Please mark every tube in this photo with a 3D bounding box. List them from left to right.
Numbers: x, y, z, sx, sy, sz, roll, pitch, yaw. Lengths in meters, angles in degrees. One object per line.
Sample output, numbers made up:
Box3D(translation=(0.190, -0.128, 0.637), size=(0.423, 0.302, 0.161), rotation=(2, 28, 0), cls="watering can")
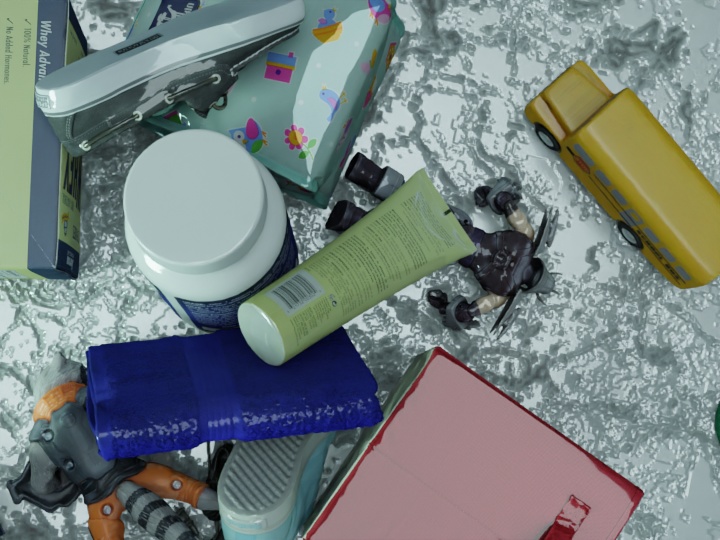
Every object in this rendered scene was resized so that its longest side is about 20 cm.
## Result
Box3D(translation=(0.000, 0.000, 0.941), size=(0.200, 0.052, 0.058), rotation=(-35, 130, -31), cls="tube")

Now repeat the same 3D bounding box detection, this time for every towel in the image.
Box3D(translation=(-0.095, 0.089, 0.915), size=(0.199, 0.148, 0.050), rotation=(-6, 112, -12), cls="towel")

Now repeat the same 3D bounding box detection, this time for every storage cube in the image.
Box3D(translation=(0.075, 0.177, 0.953), size=(0.179, 0.200, 0.171), rotation=(35, 84, 3), cls="storage cube")

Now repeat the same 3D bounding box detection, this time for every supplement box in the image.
Box3D(translation=(-0.313, -0.096, 0.952), size=(0.198, 0.134, 0.202), rotation=(2, 86, -6), cls="supplement box")

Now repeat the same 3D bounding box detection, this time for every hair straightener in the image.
Box3D(translation=(-0.110, 0.193, 1.005), size=(0.076, 0.041, 0.201), rotation=(18, 85, -6), cls="hair straightener")

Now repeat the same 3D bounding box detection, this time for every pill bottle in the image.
Box3D(translation=(-0.107, -0.025, 0.930), size=(0.115, 0.200, 0.117), rotation=(0, 77, 1), cls="pill bottle")

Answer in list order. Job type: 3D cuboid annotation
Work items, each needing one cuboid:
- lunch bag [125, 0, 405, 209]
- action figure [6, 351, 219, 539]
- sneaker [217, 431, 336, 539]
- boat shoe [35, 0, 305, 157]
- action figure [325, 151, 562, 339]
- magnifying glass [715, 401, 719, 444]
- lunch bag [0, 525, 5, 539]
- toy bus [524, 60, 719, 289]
Box3D(translation=(-0.088, -0.165, 0.992), size=(0.199, 0.122, 0.171), rotation=(25, 87, 7), cls="lunch bag")
Box3D(translation=(-0.168, 0.132, 0.967), size=(0.200, 0.105, 0.193), rotation=(-43, 79, -11), cls="action figure")
Box3D(translation=(-0.060, 0.146, 0.965), size=(0.073, 0.200, 0.082), rotation=(13, 124, 14), cls="sneaker")
Box3D(translation=(-0.125, -0.136, 0.900), size=(0.199, 0.070, 0.067), rotation=(-26, 118, -16), cls="boat shoe")
Box3D(translation=(0.075, -0.026, 1.029), size=(0.199, 0.069, 0.131), rotation=(25, 77, -8), cls="action figure")
Box3D(translation=(0.380, 0.172, 1.075), size=(0.200, 0.022, 0.080), rotation=(44, 83, -1), cls="magnifying glass")
Box3D(translation=(-0.296, 0.230, 0.901), size=(0.082, 0.200, 0.161), rotation=(-26, 81, -5), cls="lunch bag")
Box3D(translation=(0.224, -0.080, 1.040), size=(0.065, 0.078, 0.200), rotation=(-41, 92, -7), cls="toy bus")
